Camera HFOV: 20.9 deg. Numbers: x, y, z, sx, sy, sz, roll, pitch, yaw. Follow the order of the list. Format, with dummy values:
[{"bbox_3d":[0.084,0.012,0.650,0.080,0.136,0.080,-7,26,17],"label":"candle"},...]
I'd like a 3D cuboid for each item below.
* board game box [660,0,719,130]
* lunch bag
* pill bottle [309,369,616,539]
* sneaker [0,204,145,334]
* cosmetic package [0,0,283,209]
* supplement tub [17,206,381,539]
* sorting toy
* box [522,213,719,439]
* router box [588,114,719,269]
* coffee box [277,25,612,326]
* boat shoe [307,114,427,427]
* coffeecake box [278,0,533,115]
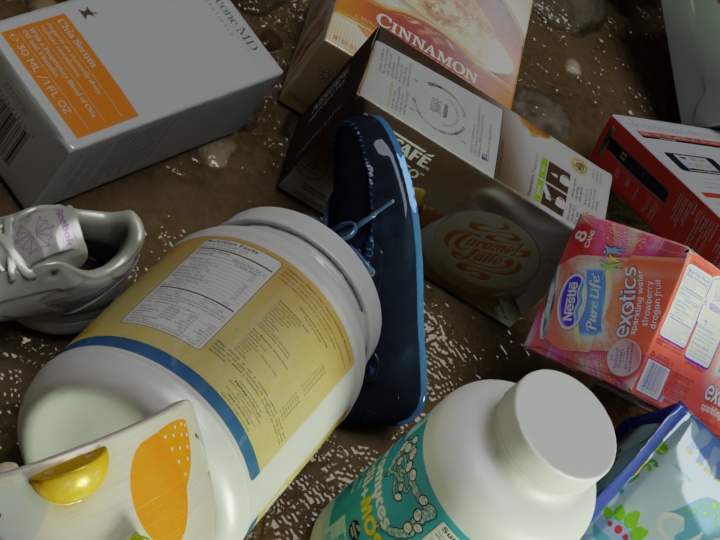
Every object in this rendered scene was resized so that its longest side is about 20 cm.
[{"bbox_3d":[0.340,-0.194,1.658,0.199,0.064,0.149,-5,86,-48],"label":"board game box"},{"bbox_3d":[0.181,0.213,1.227,0.170,0.127,0.200,43,71,-1],"label":"lunch bag"},{"bbox_3d":[0.062,0.136,1.133,0.110,0.200,0.111,21,47,-24],"label":"pill bottle"},{"bbox_3d":[-0.214,-0.007,1.108,0.199,0.100,0.075,-8,65,-40],"label":"sneaker"},{"bbox_3d":[-0.157,-0.122,1.263,0.200,0.071,0.102,-28,77,-47],"label":"cosmetic package"},{"bbox_3d":[-0.085,0.064,1.118,0.145,0.145,0.200,44,42,-1],"label":"supplement tub"},{"bbox_3d":[-0.158,0.182,0.960,0.107,0.199,0.181,-72,145,-84],"label":"sorting toy"},{"bbox_3d":[0.212,0.046,1.325,0.094,0.103,0.200,23,-1,40],"label":"box"},{"bbox_3d":[0.305,-0.047,1.530,0.199,0.049,0.180,6,31,-35],"label":"router box"},{"bbox_3d":[0.059,-0.063,1.352,0.199,0.114,0.080,32,44,-15],"label":"coffee box"},{"bbox_3d":[0.000,0.000,1.245,0.068,0.084,0.201,-5,83,-21],"label":"boat shoe"},{"bbox_3d":[0.039,-0.172,1.453,0.153,0.073,0.201,29,44,-15],"label":"coffeecake box"}]
